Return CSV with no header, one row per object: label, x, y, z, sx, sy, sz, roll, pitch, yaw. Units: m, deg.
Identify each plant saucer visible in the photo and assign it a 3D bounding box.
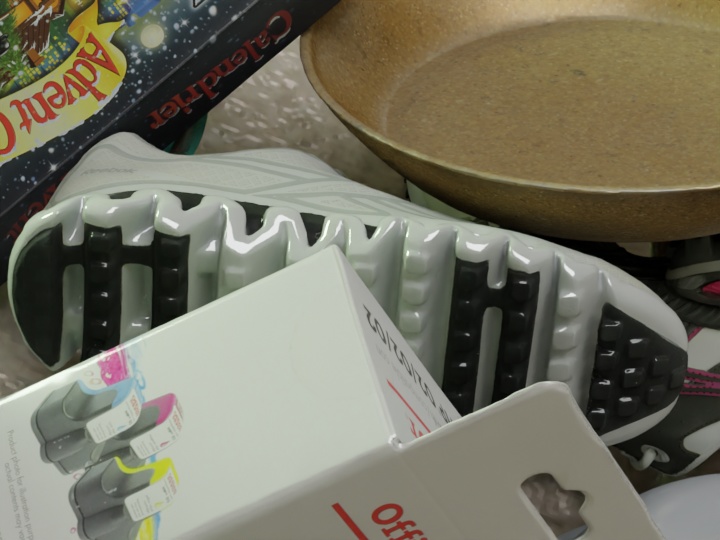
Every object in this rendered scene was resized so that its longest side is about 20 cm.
plant saucer,0.080,-0.058,0.929,0.199,0.036,0.201,-1,30,0

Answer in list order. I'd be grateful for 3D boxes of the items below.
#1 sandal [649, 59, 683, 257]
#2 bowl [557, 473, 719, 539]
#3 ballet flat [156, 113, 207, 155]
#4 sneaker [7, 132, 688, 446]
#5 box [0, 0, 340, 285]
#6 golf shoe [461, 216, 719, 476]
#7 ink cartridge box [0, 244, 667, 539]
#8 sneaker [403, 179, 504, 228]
sandal,0.133,0.031,0.983,0.070,0.078,0.212,-37,83,-1
bowl,0.133,0.132,0.878,0.200,0.091,0.202,11,49,-13
ballet flat,-0.103,-0.103,1.000,0.200,0.067,0.070,49,12,22
sneaker,0.000,0.000,0.873,0.199,0.075,0.081,12,30,0
box,-0.097,-0.098,0.936,0.200,0.038,0.137,-40,66,2
golf shoe,0.074,0.026,0.936,0.199,0.089,0.077,-4,15,19
ink cartridge box,-0.029,0.069,0.781,0.199,0.115,0.068,-24,54,9
sneaker,0.067,-0.083,1.033,0.070,0.094,0.200,18,46,-7
